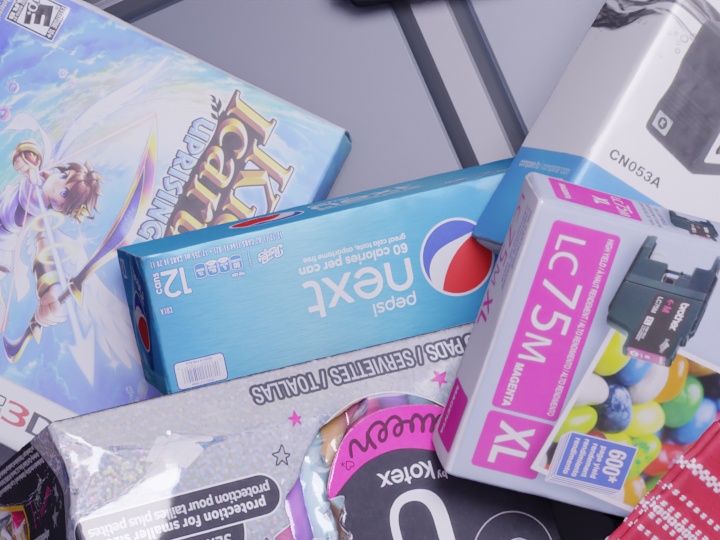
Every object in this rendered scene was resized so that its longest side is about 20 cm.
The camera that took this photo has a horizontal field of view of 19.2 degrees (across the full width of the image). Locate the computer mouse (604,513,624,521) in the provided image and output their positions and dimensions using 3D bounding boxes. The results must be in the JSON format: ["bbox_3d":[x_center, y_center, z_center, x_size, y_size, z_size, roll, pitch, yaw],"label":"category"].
[{"bbox_3d":[0.203,0.097,0.954,0.199,0.059,0.034,4,69,3],"label":"computer mouse"}]

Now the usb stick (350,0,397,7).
[{"bbox_3d":[0.082,-0.164,0.990,0.199,0.033,0.056,-9,86,3],"label":"usb stick"}]

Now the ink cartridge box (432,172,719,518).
[{"bbox_3d":[0.142,0.045,0.840,0.199,0.042,0.120,14,108,-12],"label":"ink cartridge box"}]

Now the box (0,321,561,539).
[{"bbox_3d":[-0.038,0.107,0.888,0.199,0.132,0.115,-13,80,-26],"label":"box"}]

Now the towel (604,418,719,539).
[{"bbox_3d":[0.131,0.166,0.847,0.145,0.022,0.200,38,104,-12],"label":"towel"}]

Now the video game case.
[{"bbox_3d":[-0.127,-0.013,0.987,0.181,0.045,0.200,26,88,4],"label":"video game case"}]

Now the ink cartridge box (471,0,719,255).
[{"bbox_3d":[0.164,-0.061,0.894,0.145,0.084,0.200,31,88,-15],"label":"ink cartridge box"}]

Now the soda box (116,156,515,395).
[{"bbox_3d":[0.000,0.000,0.935,0.199,0.068,0.064,-13,97,-14],"label":"soda box"}]
